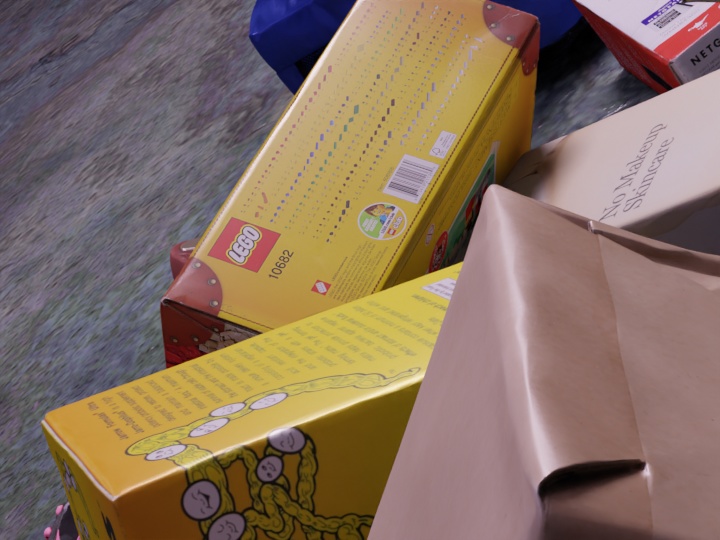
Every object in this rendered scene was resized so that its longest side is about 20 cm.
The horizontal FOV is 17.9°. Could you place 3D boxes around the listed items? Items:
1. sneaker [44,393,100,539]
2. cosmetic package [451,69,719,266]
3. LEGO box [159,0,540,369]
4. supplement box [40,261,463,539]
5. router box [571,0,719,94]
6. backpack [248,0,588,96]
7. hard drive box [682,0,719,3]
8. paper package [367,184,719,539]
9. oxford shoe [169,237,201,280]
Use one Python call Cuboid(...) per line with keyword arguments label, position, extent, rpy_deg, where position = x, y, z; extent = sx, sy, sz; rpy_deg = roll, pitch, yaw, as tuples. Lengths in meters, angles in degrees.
Cuboid(label="sneaker", position=(-0.107, 0.129, 0.858), extent=(0.095, 0.079, 0.200), rpy_deg=(-6, 49, -2))
Cuboid(label="cosmetic package", position=(0.138, -0.022, 0.877), extent=(0.200, 0.073, 0.104), rpy_deg=(-22, 25, 40))
Cuboid(label="LEGO box", position=(0.000, 0.000, 0.937), extent=(0.077, 0.149, 0.200), rpy_deg=(19, 52, 15))
Cuboid(label="supplement box", position=(0.015, 0.073, 0.731), extent=(0.199, 0.109, 0.109), rpy_deg=(-20, 14, -15))
Cuboid(label="router box", position=(0.210, -0.159, 1.086), extent=(0.200, 0.049, 0.180), rpy_deg=(-39, 19, 2))
Cuboid(label="backpack", position=(0.043, -0.181, 1.277), extent=(0.200, 0.168, 0.163), rpy_deg=(-18, 34, 39))
Cuboid(label="hard drive box", position=(0.217, -0.157, 0.797), extent=(0.199, 0.077, 0.156), rpy_deg=(3, 32, 13))
Cuboid(label="paper package", position=(0.052, 0.108, 0.560), extent=(0.191, 0.103, 0.200), rpy_deg=(-93, 19, -67))
Cuboid(label="oxford shoe", position=(-0.030, 0.044, 1.084), extent=(0.070, 0.075, 0.200), rpy_deg=(-7, 21, -25))
